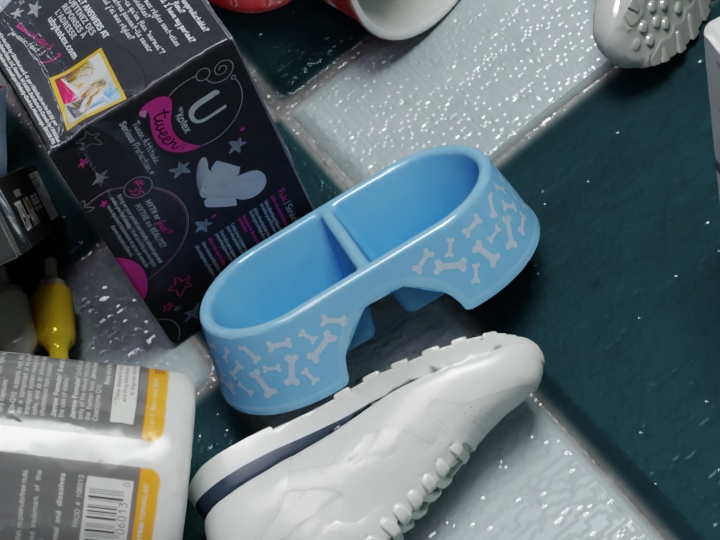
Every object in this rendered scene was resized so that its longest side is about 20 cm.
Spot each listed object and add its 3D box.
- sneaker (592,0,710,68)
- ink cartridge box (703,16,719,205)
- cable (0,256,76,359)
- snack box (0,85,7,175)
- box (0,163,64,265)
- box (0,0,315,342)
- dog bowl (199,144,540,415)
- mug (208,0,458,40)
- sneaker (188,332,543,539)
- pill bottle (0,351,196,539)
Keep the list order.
[{"bbox_3d":[0.170,-0.201,1.086,0.080,0.077,0.201,5,56,32],"label":"sneaker"},{"bbox_3d":[0.254,-0.070,0.896,0.146,0.200,0.083,-30,59,-2],"label":"ink cartridge box"},{"bbox_3d":[-0.181,0.085,1.022,0.097,0.050,0.201,-26,55,-7],"label":"cable"},{"bbox_3d":[-0.345,-0.087,1.118,0.199,0.068,0.168,20,31,28],"label":"snack box"},{"bbox_3d":[-0.256,-0.002,1.024,0.159,0.200,0.044,-26,97,1],"label":"box"},{"bbox_3d":[-0.114,-0.081,1.013,0.114,0.200,0.132,-32,56,-6],"label":"box"},{"bbox_3d":[0.000,0.000,0.994,0.199,0.050,0.112,-31,29,-2],"label":"dog bowl"},{"bbox_3d":[-0.045,-0.239,1.116,0.199,0.177,0.134,31,116,34],"label":"mug"},{"bbox_3d":[0.013,0.103,0.942,0.199,0.076,0.081,-30,66,4],"label":"sneaker"},{"bbox_3d":[-0.186,0.098,0.919,0.198,0.117,0.117,7,59,-6],"label":"pill bottle"}]
